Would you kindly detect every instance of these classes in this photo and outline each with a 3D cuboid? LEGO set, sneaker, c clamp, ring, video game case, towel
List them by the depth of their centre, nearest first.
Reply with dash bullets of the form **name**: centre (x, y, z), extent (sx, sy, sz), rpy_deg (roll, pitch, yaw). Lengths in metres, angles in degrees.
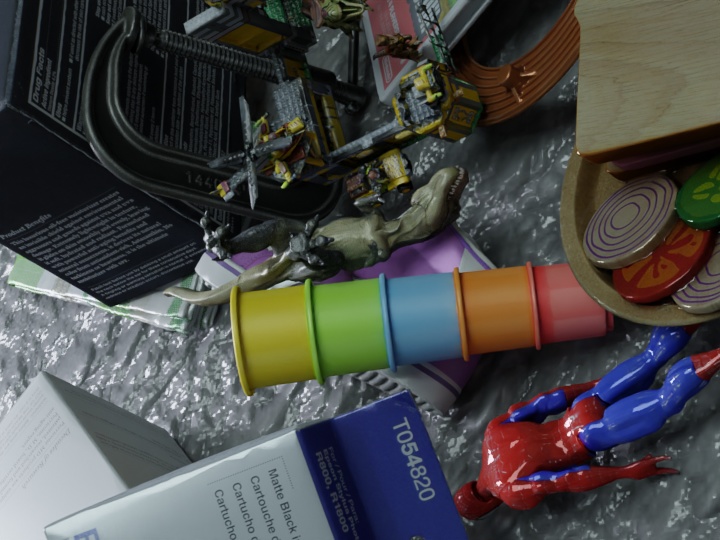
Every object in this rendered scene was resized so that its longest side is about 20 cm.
- **LEGO set**: centre (-0.028, -0.140, 1.090), extent (0.153, 0.116, 0.201), rpy_deg (-16, 77, 30)
- **sneaker**: centre (0.000, 0.000, 1.113), extent (0.200, 0.073, 0.115), rpy_deg (23, 80, 34)
- **ring**: centre (0.095, -0.180, 1.114), extent (0.200, 0.019, 0.201), rpy_deg (-42, 37, 41)
- **video game case**: centre (0.064, -0.211, 1.149), extent (0.200, 0.017, 0.143), rpy_deg (-49, 34, 31)
- **c clamp**: centre (-0.080, -0.107, 1.157), extent (0.027, 0.199, 0.172), rpy_deg (-36, 54, 50)
- **towel**: centre (-0.146, -0.039, 1.285), extent (0.200, 0.031, 0.150), rpy_deg (11, 72, 45)

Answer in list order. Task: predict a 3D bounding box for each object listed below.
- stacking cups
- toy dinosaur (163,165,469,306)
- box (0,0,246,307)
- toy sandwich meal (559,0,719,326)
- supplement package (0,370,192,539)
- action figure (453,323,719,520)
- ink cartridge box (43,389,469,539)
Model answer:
- **stacking cups**: centre (0.033, 0.023, 1.009), extent (0.199, 0.061, 0.061), rpy_deg (-9, 58, 5)
- **toy dinosaur**: centre (-0.037, -0.011, 1.045), extent (0.199, 0.088, 0.048), rpy_deg (-17, 77, 19)
- **box**: centre (-0.180, -0.117, 1.195), extent (0.123, 0.198, 0.201), rpy_deg (-22, 52, 31)
- **toy sandwich meal**: centre (0.166, -0.071, 0.948), extent (0.205, 0.070, 0.206), rpy_deg (-26, 48, 32)
- **supplement package**: centre (-0.139, 0.172, 1.099), extent (0.117, 0.117, 0.200), rpy_deg (-51, 45, 5)
- **action figure**: centre (0.128, 0.075, 0.975), extent (0.200, 0.052, 0.066), rpy_deg (-33, 46, 22)
- **ink cartridge box**: centre (-0.034, 0.184, 0.954), extent (0.199, 0.041, 0.200), rpy_deg (-22, 86, 9)
